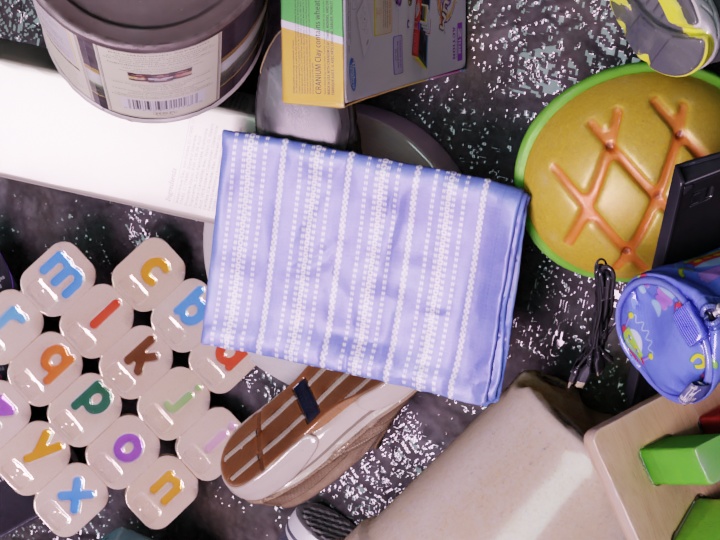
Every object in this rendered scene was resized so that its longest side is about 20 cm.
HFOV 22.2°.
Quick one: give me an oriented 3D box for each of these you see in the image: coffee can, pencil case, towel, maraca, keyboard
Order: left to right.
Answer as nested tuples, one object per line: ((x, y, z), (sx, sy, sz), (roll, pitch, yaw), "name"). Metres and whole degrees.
((-0.123, -0.176, 1.067), (0.145, 0.200, 0.147), (1, 83, -5), "coffee can")
((0.000, 0.000, 1.137), (0.199, 0.024, 0.146), (12, 108, 12), "towel")
((0.181, 0.010, 1.091), (0.021, 0.127, 0.201), (54, 154, 37), "keyboard")
((0.193, -0.063, 1.115), (0.199, 0.107, 0.138), (-12, 112, 2), "maraca")
((0.243, 0.010, 1.054), (0.078, 0.199, 0.087), (67, 155, 5), "pencil case")

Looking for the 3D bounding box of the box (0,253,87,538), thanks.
((-0.289, 0.096, 1.333), (0.106, 0.122, 0.201), (-31, 87, 53), "box")

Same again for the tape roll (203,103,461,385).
((-0.013, -0.012, 1.251), (0.202, 0.037, 0.204), (5, 103, 22), "tape roll")

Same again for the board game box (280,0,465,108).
((0.012, -0.186, 1.111), (0.040, 0.200, 0.154), (5, 103, 23), "board game box")

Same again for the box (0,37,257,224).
((-0.157, -0.090, 1.201), (0.199, 0.068, 0.083), (14, 107, -3), "box")

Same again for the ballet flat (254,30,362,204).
((-0.024, -0.061, 1.171), (0.066, 0.057, 0.201), (-6, 111, 15), "ballet flat")

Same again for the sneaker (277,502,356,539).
((0.016, 0.252, 1.274), (0.200, 0.078, 0.080), (38, 109, 24), "sneaker")

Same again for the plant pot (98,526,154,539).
((-0.144, 0.290, 1.282), (0.141, 0.141, 0.200), (-32, 108, 26), "plant pot")

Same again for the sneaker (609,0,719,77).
((0.175, -0.201, 1.112), (0.075, 0.084, 0.201), (-49, 57, 48), "sneaker")

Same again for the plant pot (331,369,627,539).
((0.104, 0.174, 1.169), (0.200, 0.200, 0.184), (40, 102, 11), "plant pot")

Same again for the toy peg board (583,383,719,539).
((0.268, 0.143, 1.067), (0.198, 0.098, 0.201), (-25, 92, -16), "toy peg board")

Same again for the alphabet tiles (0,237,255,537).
((-0.176, 0.081, 1.290), (0.196, 0.015, 0.200), (-44, 98, -8), "alphabet tiles")

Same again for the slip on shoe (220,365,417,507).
((-0.004, 0.091, 1.220), (0.200, 0.061, 0.076), (-42, 39, 14), "slip on shoe")
